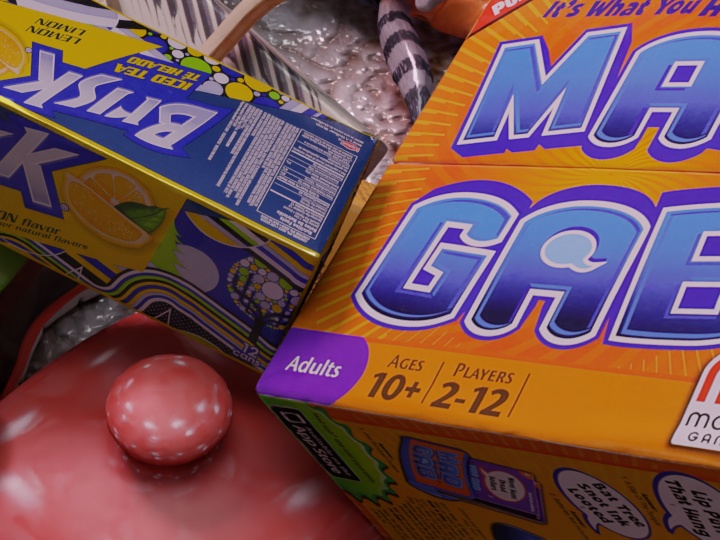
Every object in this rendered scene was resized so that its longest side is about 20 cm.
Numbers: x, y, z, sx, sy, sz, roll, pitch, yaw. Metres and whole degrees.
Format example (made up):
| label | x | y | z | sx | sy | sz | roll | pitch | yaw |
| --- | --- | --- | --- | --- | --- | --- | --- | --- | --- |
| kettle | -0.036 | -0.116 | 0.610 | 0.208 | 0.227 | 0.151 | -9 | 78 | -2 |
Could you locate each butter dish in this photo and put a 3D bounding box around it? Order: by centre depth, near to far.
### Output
| label | x | y | z | sx | sy | sz | roll | pitch | yaw |
| --- | --- | --- | --- | --- | --- | --- | --- | --- | --- |
| butter dish | -0.069 | 0.089 | 0.670 | 0.200 | 0.148 | 0.199 | 36 | 56 | 24 |

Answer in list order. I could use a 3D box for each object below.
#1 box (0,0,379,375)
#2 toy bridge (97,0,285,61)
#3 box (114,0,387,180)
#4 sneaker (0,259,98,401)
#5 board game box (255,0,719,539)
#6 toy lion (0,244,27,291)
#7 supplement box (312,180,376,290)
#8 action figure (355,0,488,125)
| label | x | y | z | sx | sy | sz | roll | pitch | yaw |
| --- | --- | --- | --- | --- | --- | --- | --- | --- | --- |
| box | -0.101 | -0.048 | 0.628 | 0.199 | 0.070 | 0.064 | 27 | 47 | 0 |
| toy bridge | -0.106 | -0.094 | 0.778 | 0.199 | 0.027 | 0.068 | -18 | 85 | 8 |
| box | -0.086 | -0.097 | 0.830 | 0.200 | 0.082 | 0.068 | 41 | 95 | 7 |
| sneaker | -0.163 | 0.000 | 0.783 | 0.077 | 0.082 | 0.200 | 24 | 51 | 16 |
| board game box | 0.130 | 0.031 | 0.629 | 0.199 | 0.200 | 0.200 | 6 | 55 | 44 |
| toy lion | -0.192 | 0.017 | 0.705 | 0.199 | 0.069 | 0.192 | -30 | 31 | 27 |
| supplement box | 0.000 | 0.000 | 0.755 | 0.199 | 0.067 | 0.069 | 19 | 10 | -15 |
| action figure | -0.001 | -0.168 | 0.917 | 0.105 | 0.200 | 0.194 | -51 | 50 | 11 |
